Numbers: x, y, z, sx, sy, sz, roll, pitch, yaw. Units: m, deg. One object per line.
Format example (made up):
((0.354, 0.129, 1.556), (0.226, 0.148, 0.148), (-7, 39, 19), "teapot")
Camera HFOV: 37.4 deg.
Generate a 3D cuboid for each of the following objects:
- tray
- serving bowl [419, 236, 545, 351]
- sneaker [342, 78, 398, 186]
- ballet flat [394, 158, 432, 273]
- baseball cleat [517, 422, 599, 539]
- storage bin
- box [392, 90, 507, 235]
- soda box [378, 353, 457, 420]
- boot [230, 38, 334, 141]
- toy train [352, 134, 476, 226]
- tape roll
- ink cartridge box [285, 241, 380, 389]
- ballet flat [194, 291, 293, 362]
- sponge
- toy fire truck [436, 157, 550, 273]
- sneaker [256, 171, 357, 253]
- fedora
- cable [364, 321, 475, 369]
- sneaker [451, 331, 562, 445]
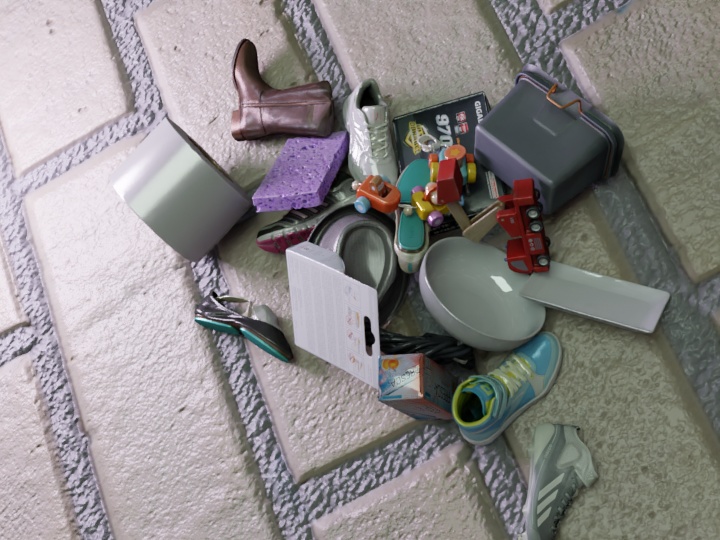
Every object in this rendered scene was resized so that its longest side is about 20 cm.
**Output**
((0.337, 0.041, 1.539), (0.198, 0.022, 0.107), (16, 39, 23), "tray")
((0.169, 0.044, 1.554), (0.201, 0.199, 0.066), (52, 135, 25), "serving bowl")
((0.017, -0.217, 1.706), (0.077, 0.100, 0.202), (-10, 69, -15), "sneaker")
((0.079, -0.082, 1.616), (0.066, 0.063, 0.202), (6, 50, 8), "ballet flat")
((0.276, 0.312, 1.474), (0.105, 0.070, 0.203), (-1, 74, 20), "baseball cleat")
((0.268, -0.189, 1.569), (0.134, 0.146, 0.200), (-40, 65, -19), "storage bin")
((0.142, -0.165, 1.682), (0.157, 0.046, 0.203), (-14, 70, 16), "box")
((0.085, 0.169, 1.515), (0.067, 0.200, 0.065), (-5, 72, 19), "soda box")
((-0.124, -0.311, 1.802), (0.198, 0.064, 0.189), (-2, 85, 30), "boot")
((0.087, -0.146, 1.591), (0.149, 0.056, 0.200), (32, 56, 21), "toy train")
((-0.293, -0.132, 1.747), (0.139, 0.203, 0.203), (-46, 65, 2), "tape roll")
((-0.026, 0.063, 1.532), (0.199, 0.057, 0.165), (20, 124, 40), "ink cartridge box")
((-0.182, 0.082, 1.716), (0.198, 0.068, 0.069), (21, 73, 24), "ballet flat")
((-0.091, -0.160, 1.711), (0.110, 0.030, 0.201), (-5, 33, 19), "sponge")
((0.194, -0.075, 1.540), (0.139, 0.201, 0.049), (-7, 40, 17), "toy fire truck")
((-0.083, -0.097, 1.731), (0.198, 0.074, 0.088), (-24, 66, 7), "sneaker")
((0.000, 0.000, 1.611), (0.174, 0.090, 0.203), (9, 91, -11), "fedora")
((0.068, 0.112, 1.559), (0.197, 0.163, 0.052), (12, 91, 18), "cable")
((0.208, 0.160, 1.512), (0.079, 0.131, 0.201), (39, 88, 26), "sneaker")
